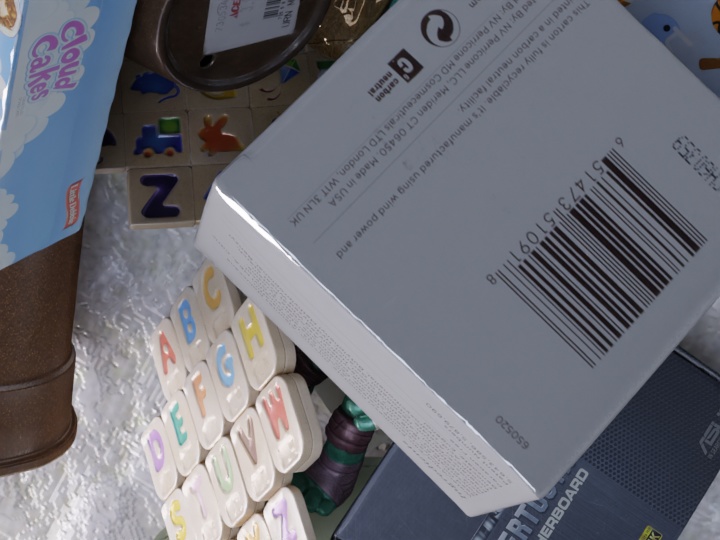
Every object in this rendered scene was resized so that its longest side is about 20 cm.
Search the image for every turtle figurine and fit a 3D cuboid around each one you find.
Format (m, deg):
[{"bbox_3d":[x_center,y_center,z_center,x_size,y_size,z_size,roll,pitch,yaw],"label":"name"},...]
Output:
[{"bbox_3d":[0.001,0.035,0.889,0.100,0.150,0.200,6,131,-30],"label":"turtle figurine"}]

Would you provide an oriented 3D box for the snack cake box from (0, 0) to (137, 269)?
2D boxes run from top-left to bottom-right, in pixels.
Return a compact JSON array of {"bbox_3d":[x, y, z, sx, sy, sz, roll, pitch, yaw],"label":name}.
[{"bbox_3d":[-0.170,-0.104,0.723,0.115,0.067,0.200,46,142,18],"label":"snack cake box"}]

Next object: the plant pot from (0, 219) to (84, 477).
[{"bbox_3d":[-0.245,-0.013,0.917,0.200,0.200,0.199,15,106,6],"label":"plant pot"}]

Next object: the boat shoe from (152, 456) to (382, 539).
[{"bbox_3d":[-0.032,0.166,1.007,0.201,0.061,0.072,-15,69,13],"label":"boat shoe"}]

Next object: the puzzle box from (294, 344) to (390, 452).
[{"bbox_3d":[0.000,0.000,0.953,0.133,0.025,0.200,-30,102,20],"label":"puzzle box"}]

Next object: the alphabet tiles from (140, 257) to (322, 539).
[{"bbox_3d":[-0.080,0.100,0.929,0.200,0.015,0.196,-49,53,50],"label":"alphabet tiles"}]

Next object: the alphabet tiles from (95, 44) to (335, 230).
[{"bbox_3d":[-0.093,-0.097,0.847,0.199,0.168,0.008,-4,154,-7],"label":"alphabet tiles"}]

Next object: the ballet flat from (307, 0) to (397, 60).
[{"bbox_3d":[0.023,-0.198,0.794,0.072,0.068,0.200,33,108,-15],"label":"ballet flat"}]

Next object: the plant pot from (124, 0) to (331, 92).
[{"bbox_3d":[-0.101,-0.184,0.770,0.187,0.187,0.200,-54,56,24],"label":"plant pot"}]

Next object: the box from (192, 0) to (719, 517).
[{"bbox_3d":[0.060,-0.025,0.755,0.200,0.131,0.199,44,74,1],"label":"box"}]

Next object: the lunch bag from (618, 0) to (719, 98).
[{"bbox_3d":[0.145,-0.137,0.844,0.160,0.076,0.200,-23,103,21],"label":"lunch bag"}]

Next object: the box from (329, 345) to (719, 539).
[{"bbox_3d":[0.100,0.112,0.884,0.158,0.051,0.200,35,77,5],"label":"box"}]
